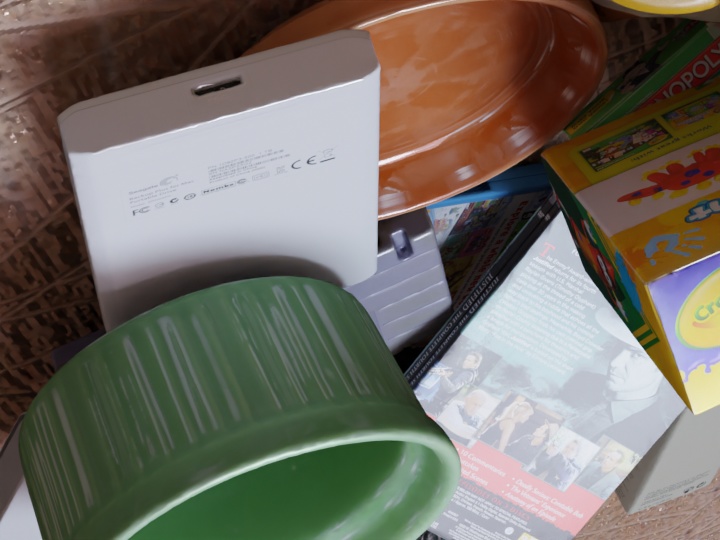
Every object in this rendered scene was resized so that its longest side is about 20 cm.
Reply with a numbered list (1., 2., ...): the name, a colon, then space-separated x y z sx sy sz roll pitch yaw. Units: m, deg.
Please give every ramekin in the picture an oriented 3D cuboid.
1. ramekin: -0.062 0.089 1.181 0.200 0.098 0.200 -20 154 -10

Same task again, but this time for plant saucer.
1. plant saucer: 0.015 -0.081 1.155 0.200 0.032 0.200 -16 157 -7

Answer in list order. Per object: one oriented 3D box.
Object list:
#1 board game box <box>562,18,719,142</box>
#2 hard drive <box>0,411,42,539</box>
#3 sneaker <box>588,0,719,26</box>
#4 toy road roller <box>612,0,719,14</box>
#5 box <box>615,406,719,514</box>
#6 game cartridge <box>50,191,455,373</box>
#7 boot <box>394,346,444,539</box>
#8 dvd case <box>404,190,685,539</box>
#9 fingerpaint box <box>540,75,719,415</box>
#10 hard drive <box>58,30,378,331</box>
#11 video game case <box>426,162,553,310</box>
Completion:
1. board game box: 0.215 -0.084 1.221 0.200 0.135 0.029 -41 -162 4
2. hard drive: -0.098 0.099 1.313 0.200 0.026 0.132 -8 150 -31
3. sneaker: 0.190 -0.160 1.154 0.200 0.073 0.085 -11 157 -5
4. toy road roller: 0.159 -0.136 1.039 0.146 0.123 0.200 -17 117 11
5. box: 0.205 0.073 1.617 0.068 0.082 0.200 -17 156 -18
6. game cartridge: -0.051 0.033 1.297 0.200 0.038 0.130 -24 159 -3
7. boot: 0.025 0.115 1.521 0.211 0.080 0.158 -10 151 -33
8. dvd case: 0.099 0.066 1.357 0.146 0.022 0.200 28 111 -27
9. fingerpaint box: 0.203 -0.035 1.128 0.200 0.167 0.073 -24 115 -3
10. hard drive: -0.057 -0.031 1.117 0.132 0.026 0.200 -16 157 -7
11. video game case: 0.000 0.000 1.340 0.200 0.018 0.143 -9 151 -32
